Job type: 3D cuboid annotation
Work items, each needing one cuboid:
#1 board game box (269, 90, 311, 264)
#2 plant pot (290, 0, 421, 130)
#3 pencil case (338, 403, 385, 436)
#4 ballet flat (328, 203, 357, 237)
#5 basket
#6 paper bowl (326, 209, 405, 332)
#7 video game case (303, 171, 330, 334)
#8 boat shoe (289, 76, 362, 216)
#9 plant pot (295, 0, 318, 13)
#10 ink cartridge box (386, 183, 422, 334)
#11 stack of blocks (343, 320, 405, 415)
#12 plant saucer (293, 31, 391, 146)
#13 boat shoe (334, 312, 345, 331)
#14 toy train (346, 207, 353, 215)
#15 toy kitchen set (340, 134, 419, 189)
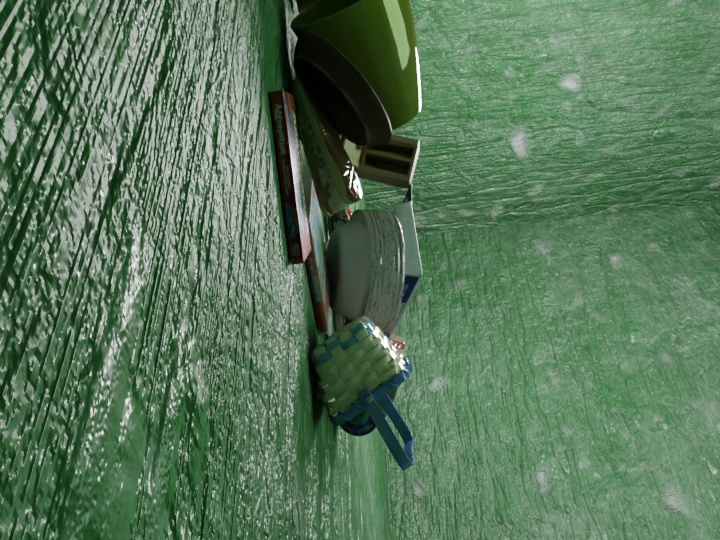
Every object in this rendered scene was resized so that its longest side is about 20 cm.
[{"bbox_3d":[-0.086,-0.118,0.940,0.103,0.019,0.206,-87,171,-80],"label":"board game box"},{"bbox_3d":[0.016,-0.323,1.151,0.189,0.183,0.203,-91,157,-60],"label":"plant pot"},{"bbox_3d":[0.001,0.211,1.320,0.200,0.090,0.087,-79,-179,-75],"label":"pencil case"},{"bbox_3d":[-0.040,-0.165,1.469,0.072,0.070,0.206,-74,158,-82],"label":"ballet flat"},{"bbox_3d":[0.017,0.174,1.061,0.202,0.138,0.176,54,2,4],"label":"basket"},{"bbox_3d":[0.000,0.000,1.266,0.200,0.101,0.207,-176,-90,-74],"label":"paper bowl"},{"bbox_3d":[-0.067,-0.027,1.142,0.145,0.017,0.204,-91,174,-55],"label":"video game case"},{"bbox_3d":[-0.063,-0.177,1.056,0.073,0.062,0.204,12,54,-62],"label":"boat shoe"},{"bbox_3d":[-0.048,-0.523,1.240,0.186,0.181,0.206,-47,146,-86],"label":"plant pot"},{"bbox_3d":[0.057,-0.018,1.339,0.201,0.039,0.204,111,-20,-51],"label":"ink cartridge box"},{"bbox_3d":[0.009,0.155,1.244,0.200,0.112,0.060,-70,178,-74],"label":"stack of blocks"},{"bbox_3d":[-0.034,-0.253,1.093,0.200,0.034,0.201,44,-11,11],"label":"plant saucer"},{"bbox_3d":[0.003,0.167,1.456,0.071,0.088,0.206,-78,163,-80],"label":"boat shoe"},{"bbox_3d":[-0.014,-0.186,1.554,0.151,0.054,0.204,-113,-142,-55],"label":"toy train"},{"bbox_3d":[0.017,-0.273,1.297,0.200,0.176,0.167,72,32,-73],"label":"toy kitchen set"}]
